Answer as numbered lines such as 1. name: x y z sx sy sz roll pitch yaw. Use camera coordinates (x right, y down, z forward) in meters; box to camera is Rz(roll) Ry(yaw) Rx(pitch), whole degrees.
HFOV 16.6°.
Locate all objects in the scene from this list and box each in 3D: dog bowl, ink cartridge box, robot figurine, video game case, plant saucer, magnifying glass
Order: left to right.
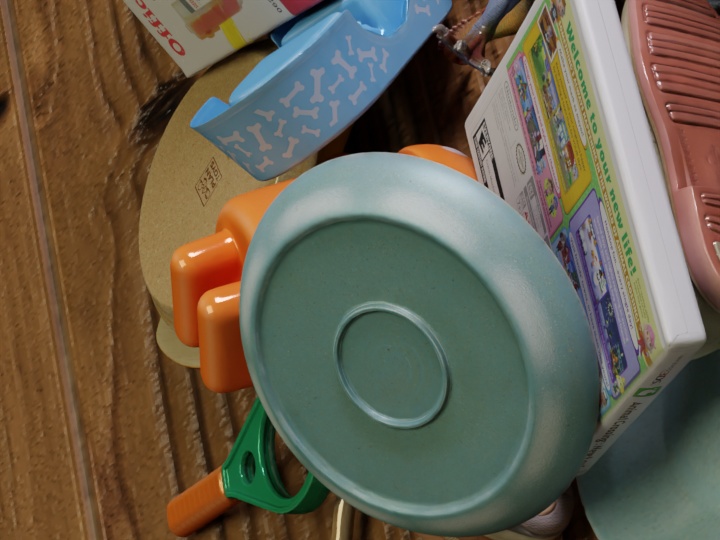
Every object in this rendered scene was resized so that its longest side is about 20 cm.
1. ink cartridge box: -0.080 -0.210 1.435 0.083 0.145 0.200 -45 12 -27
2. magnifying glass: -0.064 0.119 1.458 0.200 0.022 0.080 -35 58 52
3. dog bowl: -0.015 -0.118 1.364 0.111 0.200 0.050 -29 106 39
4. robot figurine: -0.001 -0.002 1.316 0.144 0.199 0.117 -177 72 -72
5. plant saucer: 0.020 0.042 1.188 0.199 0.027 0.201 15 119 28
6. video game case: 0.103 -0.023 1.187 0.182 0.022 0.201 119 142 -63
7. plant saucer: 0.173 0.052 1.187 0.201 0.039 0.202 -34 49 51

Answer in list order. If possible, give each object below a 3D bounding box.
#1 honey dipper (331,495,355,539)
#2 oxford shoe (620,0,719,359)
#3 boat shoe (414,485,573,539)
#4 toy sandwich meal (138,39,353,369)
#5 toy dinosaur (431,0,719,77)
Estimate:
1. honey dipper: -0.008 0.131 1.410 0.038 0.038 0.201 6 92 50
2. oxford shoe: 0.146 -0.053 1.171 0.074 0.070 0.201 -47 39 46
3. boat shoe: 0.031 0.107 1.324 0.200 0.075 0.072 38 137 40
4. toy sandwich meal: -0.063 -0.037 1.485 0.205 0.070 0.206 -32 49 46
5. toy dinosaur: 0.116 -0.176 1.285 0.182 0.105 0.200 -53 31 2
